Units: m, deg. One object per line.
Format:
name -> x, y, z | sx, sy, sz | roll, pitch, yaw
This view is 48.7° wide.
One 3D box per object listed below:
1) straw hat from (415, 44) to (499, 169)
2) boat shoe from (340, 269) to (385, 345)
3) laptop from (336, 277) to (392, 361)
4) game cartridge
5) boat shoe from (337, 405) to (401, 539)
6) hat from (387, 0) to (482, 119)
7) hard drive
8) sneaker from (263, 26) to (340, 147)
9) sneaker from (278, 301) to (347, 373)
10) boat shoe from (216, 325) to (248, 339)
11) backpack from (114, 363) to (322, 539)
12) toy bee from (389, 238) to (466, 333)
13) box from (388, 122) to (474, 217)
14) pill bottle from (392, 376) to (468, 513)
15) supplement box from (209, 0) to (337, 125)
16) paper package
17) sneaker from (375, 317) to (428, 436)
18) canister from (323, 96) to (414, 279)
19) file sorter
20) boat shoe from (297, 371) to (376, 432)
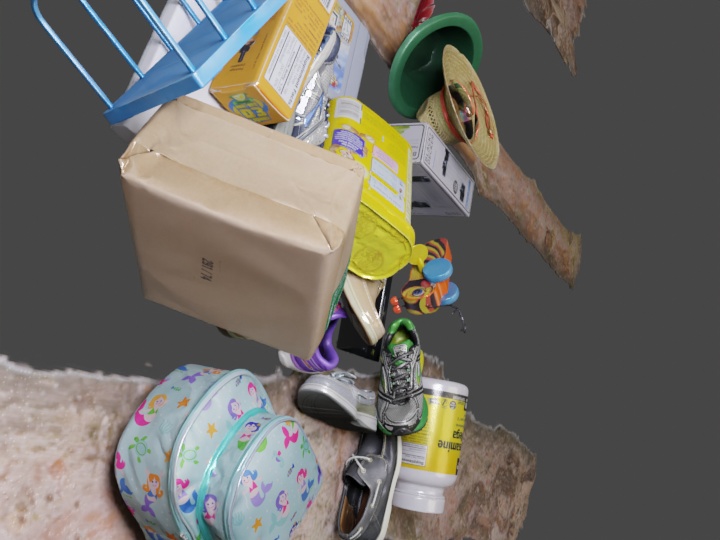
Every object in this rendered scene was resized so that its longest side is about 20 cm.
straw hat -> 0.128, -0.223, 1.164 | 0.201, 0.085, 0.202 | 42, 39, -47
boat shoe -> 0.000, 0.000, 0.983 | 0.072, 0.065, 0.201 | 78, -8, -52
laptop -> 0.034, 0.032, 1.112 | 0.200, 0.103, 0.178 | 29, 69, -58
game cartridge -> -0.052, -0.286, 0.992 | 0.200, 0.041, 0.134 | 34, 60, -58
boat shoe -> 0.011, 0.287, 1.137 | 0.067, 0.072, 0.201 | 27, 64, -36
hat -> 0.078, -0.355, 1.236 | 0.199, 0.176, 0.166 | -27, 140, -20
hard drive -> -0.166, -0.190, 0.803 | 0.132, 0.026, 0.201 | 48, 52, -52
sneaker -> -0.071, -0.180, 0.890 | 0.085, 0.077, 0.201 | 41, 70, -46
sneaker -> -0.054, 0.028, 0.973 | 0.081, 0.083, 0.201 | -25, 114, -58
boat shoe -> -0.100, -0.020, 0.889 | 0.072, 0.076, 0.201 | 28, 66, -55
backpack -> -0.139, 0.197, 0.785 | 0.178, 0.150, 0.201 | -53, 132, -43
toy bee -> 0.098, 0.022, 1.251 | 0.200, 0.108, 0.132 | -76, 152, -73
box -> 0.080, -0.143, 1.162 | 0.200, 0.116, 0.060 | 33, 64, -56
pill bottle -> 0.103, 0.273, 1.254 | 0.112, 0.112, 0.201 | 26, 71, -59
supplement box -> -0.085, -0.250, 0.842 | 0.069, 0.066, 0.201 | 47, 53, -45
paper package -> -0.102, -0.031, 0.714 | 0.200, 0.190, 0.104 | 105, 8, -57
sneaker -> 0.054, 0.153, 1.151 | 0.201, 0.078, 0.085 | -90, 171, -49
canister -> -0.001, -0.105, 0.960 | 0.148, 0.086, 0.201 | 35, 36, -24
file sorter -> -0.156, -0.244, 0.680 | 0.123, 0.138, 0.200 | 53, 51, -28
boat shoe -> -0.025, 0.168, 1.058 | 0.202, 0.074, 0.065 | 45, 49, -58
